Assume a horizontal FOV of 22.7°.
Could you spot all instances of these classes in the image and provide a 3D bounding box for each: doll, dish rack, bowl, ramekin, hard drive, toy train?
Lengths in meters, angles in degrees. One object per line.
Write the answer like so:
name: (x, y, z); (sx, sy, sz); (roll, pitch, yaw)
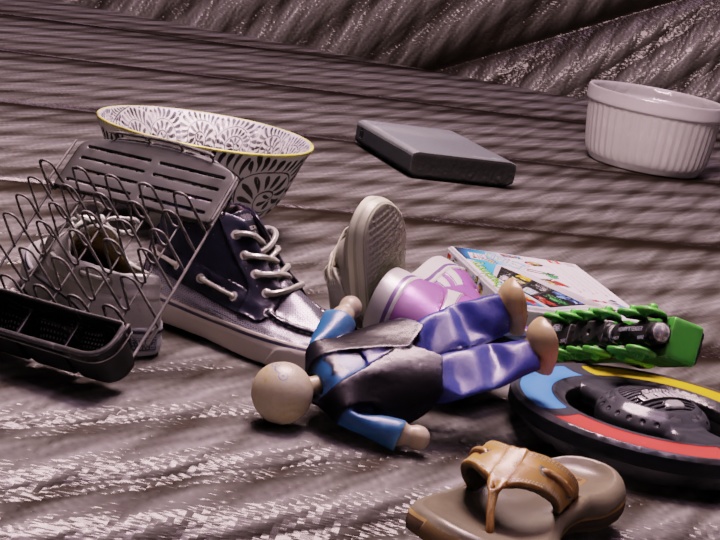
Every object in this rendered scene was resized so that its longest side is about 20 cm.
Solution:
doll: (0.022, 0.059, 1.163); (0.199, 0.049, 0.137); (-16, 47, -21)
dish rack: (-0.179, -0.021, 1.196); (0.153, 0.055, 0.200); (15, 57, 23)
bowl: (-0.148, -0.085, 1.635); (0.200, 0.095, 0.201); (10, 13, -2)
ramekin: (0.414, -0.200, 2.558); (0.199, 0.106, 0.200); (9, 12, -2)
hard drive: (0.091, -0.146, 2.231); (0.139, 0.033, 0.200); (5, 14, -21)
toy train: (0.188, 0.052, 1.320); (0.056, 0.042, 0.200); (20, -9, -16)

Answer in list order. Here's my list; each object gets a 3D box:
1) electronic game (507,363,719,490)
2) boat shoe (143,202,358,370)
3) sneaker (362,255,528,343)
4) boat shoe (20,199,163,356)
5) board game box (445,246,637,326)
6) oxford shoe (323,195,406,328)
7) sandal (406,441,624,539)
electronic game: (0.198, 0.101, 1.219); (0.199, 0.042, 0.200); (10, 13, -2)
boat shoe: (-0.073, 0.008, 1.289); (0.199, 0.093, 0.075); (17, 14, 24)
sneaker: (0.078, 0.046, 1.313); (0.114, 0.073, 0.200); (23, 11, 13)
boat shoe: (-0.192, -0.010, 1.290); (0.074, 0.087, 0.202); (4, 15, -26)
board game box: (0.155, 0.026, 1.525); (0.126, 0.035, 0.200); (8, 13, -14)
oxford shoe: (0.000, 0.000, 1.300); (0.058, 0.075, 0.200); (23, -16, 12)
sandal: (0.090, 0.120, 0.987); (0.080, 0.054, 0.200); (17, 14, 29)
